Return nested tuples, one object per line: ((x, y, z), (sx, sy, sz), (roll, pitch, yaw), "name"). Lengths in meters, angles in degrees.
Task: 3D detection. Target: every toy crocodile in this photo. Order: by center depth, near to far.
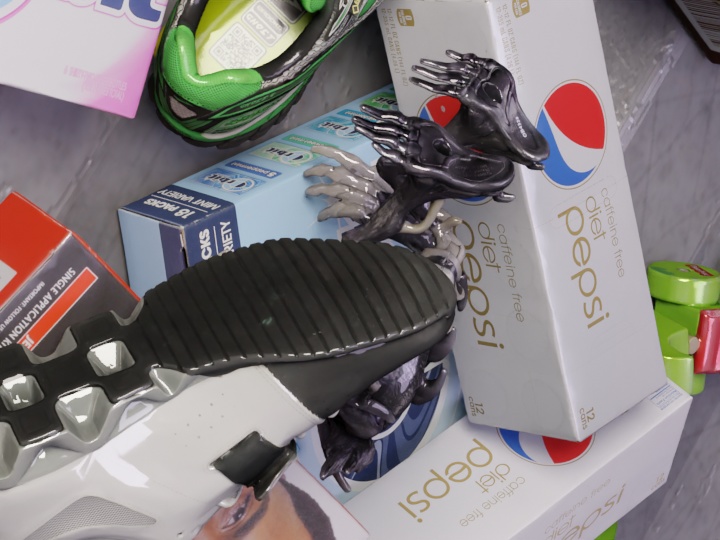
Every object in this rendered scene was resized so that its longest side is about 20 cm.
((0.201, 0.031, 1.337), (0.200, 0.062, 0.068), (-7, 109, -47), "toy crocodile")

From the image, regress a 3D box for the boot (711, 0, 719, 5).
((0.107, -0.169, 1.081), (0.200, 0.150, 0.073), (26, 89, -56), "boot")

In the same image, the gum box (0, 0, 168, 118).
((-0.153, -0.132, 0.876), (0.200, 0.066, 0.114), (13, 95, -49), "gum box")

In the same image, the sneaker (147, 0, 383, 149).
((-0.007, -0.132, 0.987), (0.078, 0.085, 0.200), (35, 86, -3), "sneaker")

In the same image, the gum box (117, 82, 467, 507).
((-0.009, 0.020, 1.110), (0.200, 0.045, 0.170), (-28, 123, -40), "gum box")

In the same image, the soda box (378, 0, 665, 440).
((0.071, -0.032, 1.078), (0.064, 0.068, 0.200), (-29, 115, -37), "soda box")

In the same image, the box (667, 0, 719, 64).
((0.231, -0.206, 1.276), (0.100, 0.075, 0.200), (44, 69, -46), "box")

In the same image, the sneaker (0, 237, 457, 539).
((-0.057, 0.052, 0.918), (0.200, 0.074, 0.089), (-19, 127, -7), "sneaker")

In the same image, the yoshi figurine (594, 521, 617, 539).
((0.105, 0.167, 1.256), (0.112, 0.112, 0.200), (-62, 139, -35), "yoshi figurine")

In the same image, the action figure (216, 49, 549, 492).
((0.000, 0.000, 1.008), (0.119, 0.102, 0.200), (-55, 173, -47), "action figure")

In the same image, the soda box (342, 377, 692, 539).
((0.060, 0.109, 1.144), (0.200, 0.064, 0.068), (-33, 149, -31), "soda box")

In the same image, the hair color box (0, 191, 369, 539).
((-0.096, 0.074, 0.982), (0.102, 0.061, 0.200), (-48, 125, -8), "hair color box")
